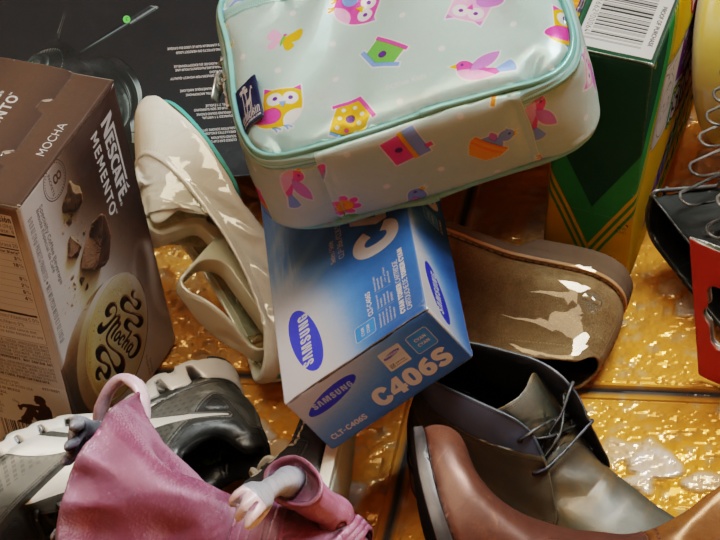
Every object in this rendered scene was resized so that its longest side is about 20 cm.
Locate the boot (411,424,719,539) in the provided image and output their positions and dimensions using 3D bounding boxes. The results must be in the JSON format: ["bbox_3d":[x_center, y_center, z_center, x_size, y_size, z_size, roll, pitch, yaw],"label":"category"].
[{"bbox_3d":[0.140,0.129,1.410,0.200,0.069,0.189,-24,68,-7],"label":"boot"}]

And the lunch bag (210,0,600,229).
[{"bbox_3d":[0.018,-0.116,1.513,0.199,0.077,0.161,-16,52,5],"label":"lunch bag"}]

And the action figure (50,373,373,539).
[{"bbox_3d":[-0.057,0.145,1.405,0.199,0.134,0.149,10,19,3],"label":"action figure"}]

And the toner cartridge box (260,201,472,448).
[{"bbox_3d":[0.000,0.000,1.527,0.095,0.043,0.200,-35,31,16],"label":"toner cartridge box"}]

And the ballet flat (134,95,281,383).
[{"bbox_3d":[-0.088,-0.017,1.628,0.069,0.069,0.200,-30,72,-22],"label":"ballet flat"}]

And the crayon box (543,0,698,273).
[{"bbox_3d":[0.163,-0.121,1.655,0.058,0.173,0.200,13,46,13],"label":"crayon box"}]

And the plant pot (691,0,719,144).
[{"bbox_3d":[0.300,-0.129,1.626,0.188,0.201,0.201,7,44,25],"label":"plant pot"}]

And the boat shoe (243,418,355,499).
[{"bbox_3d":[-0.040,0.133,1.494,0.060,0.074,0.200,4,51,9],"label":"boat shoe"}]

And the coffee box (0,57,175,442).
[{"bbox_3d":[-0.177,-0.003,1.573,0.080,0.200,0.113,12,45,23],"label":"coffee box"}]

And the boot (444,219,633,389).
[{"bbox_3d":[0.050,0.020,1.607,0.199,0.074,0.076,8,54,16],"label":"boot"}]

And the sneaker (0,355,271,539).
[{"bbox_3d":[-0.135,0.117,1.531,0.200,0.067,0.090,-25,41,-20],"label":"sneaker"}]

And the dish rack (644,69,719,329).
[{"bbox_3d":[0.235,-0.047,1.535,0.054,0.200,0.154,-18,53,-27],"label":"dish rack"}]

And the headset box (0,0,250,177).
[{"bbox_3d":[-0.143,-0.140,1.727,0.174,0.201,0.093,-5,6,6],"label":"headset box"}]

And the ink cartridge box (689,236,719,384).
[{"bbox_3d":[0.246,0.067,1.481,0.200,0.109,0.050,24,51,33],"label":"ink cartridge box"}]

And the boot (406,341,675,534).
[{"bbox_3d":[0.101,0.107,1.473,0.200,0.097,0.075,22,50,31],"label":"boot"}]
